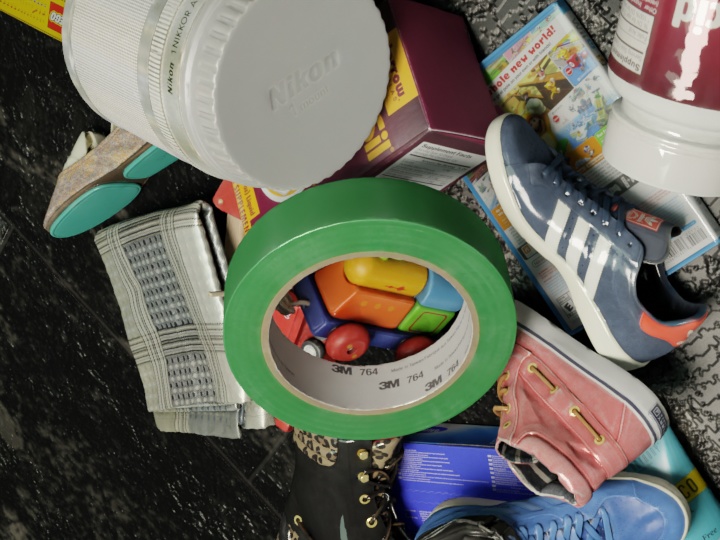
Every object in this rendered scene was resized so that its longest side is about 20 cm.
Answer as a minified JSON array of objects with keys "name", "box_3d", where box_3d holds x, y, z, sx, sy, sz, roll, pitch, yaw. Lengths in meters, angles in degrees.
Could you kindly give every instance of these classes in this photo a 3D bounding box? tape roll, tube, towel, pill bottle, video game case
[{"name":"tape roll","box_3d":[0.006,0.030,0.980,0.199,0.048,0.201,-1,130,-1]},{"name":"tube","box_3d":[0.247,0.202,1.034,0.077,0.050,0.200,-38,87,-2]},{"name":"towel","box_3d":[-0.157,0.049,1.226,0.192,0.034,0.201,-9,100,52]},{"name":"pill bottle","box_3d":[0.217,-0.156,0.885,0.114,0.114,0.201,22,119,25]},{"name":"video game case","box_3d":[0.148,-0.070,1.024,0.143,0.018,0.201,-36,86,38]}]

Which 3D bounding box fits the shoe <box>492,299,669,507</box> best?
[{"name":"shoe","box_3d":[0.118,0.090,1.015,0.200,0.091,0.072,33,158,49]}]

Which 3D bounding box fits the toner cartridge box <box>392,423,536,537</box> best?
[{"name":"toner cartridge box","box_3d":[0.110,0.173,1.124,0.199,0.043,0.096,0,107,33]}]

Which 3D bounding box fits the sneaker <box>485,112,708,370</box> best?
[{"name":"sneaker","box_3d":[0.165,-0.031,0.972,0.084,0.075,0.201,-29,101,39]}]

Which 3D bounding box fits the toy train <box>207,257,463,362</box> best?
[{"name":"toy train","box_3d":[0.000,0.000,1.043,0.116,0.199,0.085,-49,48,29]}]

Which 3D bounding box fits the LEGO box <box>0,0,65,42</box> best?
[{"name":"LEGO box","box_3d":[-0.229,-0.252,1.122,0.199,0.149,0.078,28,121,22]}]

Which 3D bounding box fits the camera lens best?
[{"name":"camera lens","box_3d":[-0.096,-0.152,0.975,0.200,0.159,0.161,28,123,44]}]

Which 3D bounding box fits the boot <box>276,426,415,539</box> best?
[{"name":"boot","box_3d":[0.019,0.192,1.122,0.199,0.073,0.152,19,118,32]}]

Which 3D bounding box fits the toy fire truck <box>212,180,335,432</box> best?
[{"name":"toy fire truck","box_3d":[-0.072,0.020,1.183,0.141,0.049,0.201,35,125,20]}]

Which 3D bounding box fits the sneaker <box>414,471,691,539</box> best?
[{"name":"sneaker","box_3d":[0.126,0.195,0.997,0.199,0.111,0.077,-6,101,22]}]

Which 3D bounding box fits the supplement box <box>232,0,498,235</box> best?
[{"name":"supplement box","box_3d":[-0.003,-0.095,1.048,0.200,0.085,0.111,-34,63,38]}]

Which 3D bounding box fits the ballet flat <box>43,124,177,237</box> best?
[{"name":"ballet flat","box_3d":[-0.208,-0.099,1.229,0.199,0.068,0.068,-31,70,32]}]
